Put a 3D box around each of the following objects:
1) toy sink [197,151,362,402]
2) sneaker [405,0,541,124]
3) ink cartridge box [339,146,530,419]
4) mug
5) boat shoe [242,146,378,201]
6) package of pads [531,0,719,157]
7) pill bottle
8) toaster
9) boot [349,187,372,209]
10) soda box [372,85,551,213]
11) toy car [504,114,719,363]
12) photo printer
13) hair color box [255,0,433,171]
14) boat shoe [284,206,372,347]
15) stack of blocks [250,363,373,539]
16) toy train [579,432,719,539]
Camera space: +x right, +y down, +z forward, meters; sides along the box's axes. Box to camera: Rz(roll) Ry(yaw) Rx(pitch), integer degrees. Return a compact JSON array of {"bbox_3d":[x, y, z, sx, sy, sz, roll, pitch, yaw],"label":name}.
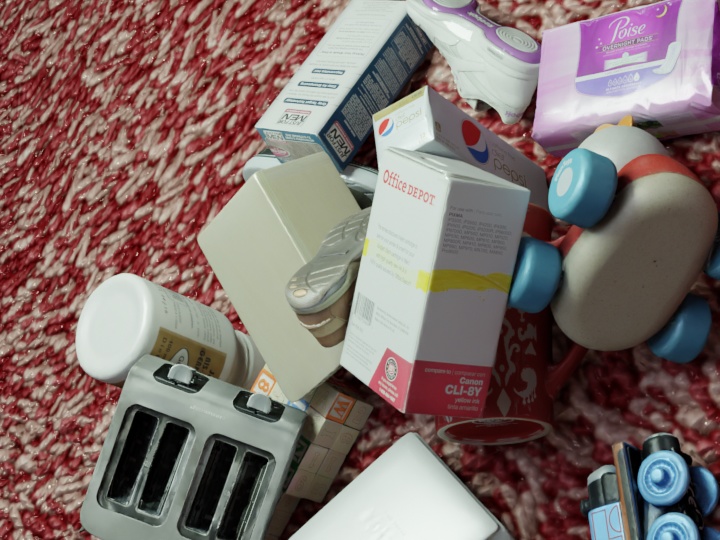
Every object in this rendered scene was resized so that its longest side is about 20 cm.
[{"bbox_3d":[-0.049,0.006,1.486,0.130,0.111,0.201,-43,73,45],"label":"toy sink"},{"bbox_3d":[0.106,-0.222,1.525,0.200,0.074,0.100,45,136,39],"label":"sneaker"},{"bbox_3d":[0.061,0.008,1.272,0.145,0.083,0.202,-147,66,-64],"label":"ink cartridge box"},{"bbox_3d":[0.133,0.046,1.362,0.177,0.133,0.202,-21,62,45],"label":"mug"},{"bbox_3d":[-0.040,-0.112,1.625,0.198,0.072,0.071,14,57,33],"label":"boat shoe"},{"bbox_3d":[0.257,-0.182,1.387,0.199,0.075,0.122,-8,68,39],"label":"package of pads"},{"bbox_3d":[-0.195,0.087,1.588,0.114,0.199,0.116,-18,61,35],"label":"pill bottle"},{"bbox_3d":[-0.166,0.198,1.441,0.179,0.119,0.202,20,89,1],"label":"toaster"},{"bbox_3d":[0.028,-0.022,1.541,0.199,0.076,0.074,26,51,30],"label":"boot"},{"bbox_3d":[0.099,-0.095,1.403,0.068,0.199,0.064,-26,55,31],"label":"soda box"},{"bbox_3d":[0.223,-0.049,1.298,0.201,0.183,0.178,-96,29,-54],"label":"toy car"},{"bbox_3d":[0.025,0.266,1.366,0.200,0.070,0.166,-41,45,-5],"label":"photo printer"},{"bbox_3d":[-0.014,-0.202,1.599,0.099,0.061,0.201,11,57,44],"label":"hair color box"},{"bbox_3d":[0.000,0.000,1.395,0.075,0.072,0.200,-3,30,40],"label":"boat shoe"},{"bbox_3d":[-0.085,0.195,1.542,0.115,0.058,0.201,32,95,44],"label":"stack of blocks"},{"bbox_3d":[0.238,0.236,1.214,0.114,0.086,0.202,-23,58,30],"label":"toy train"}]
